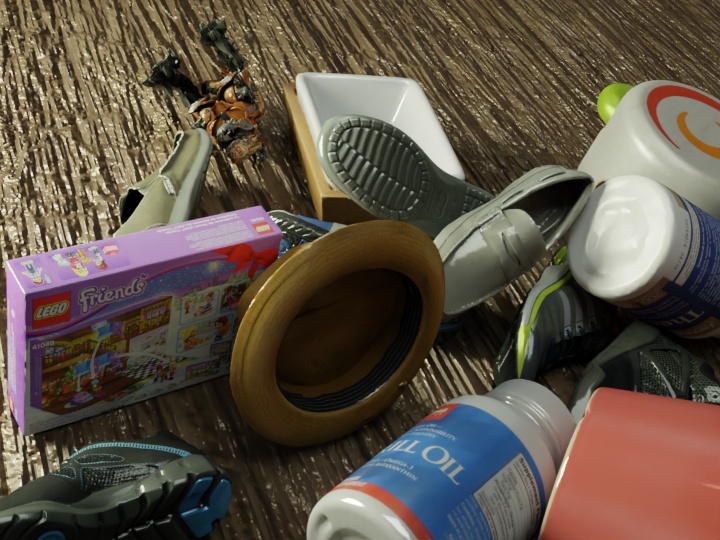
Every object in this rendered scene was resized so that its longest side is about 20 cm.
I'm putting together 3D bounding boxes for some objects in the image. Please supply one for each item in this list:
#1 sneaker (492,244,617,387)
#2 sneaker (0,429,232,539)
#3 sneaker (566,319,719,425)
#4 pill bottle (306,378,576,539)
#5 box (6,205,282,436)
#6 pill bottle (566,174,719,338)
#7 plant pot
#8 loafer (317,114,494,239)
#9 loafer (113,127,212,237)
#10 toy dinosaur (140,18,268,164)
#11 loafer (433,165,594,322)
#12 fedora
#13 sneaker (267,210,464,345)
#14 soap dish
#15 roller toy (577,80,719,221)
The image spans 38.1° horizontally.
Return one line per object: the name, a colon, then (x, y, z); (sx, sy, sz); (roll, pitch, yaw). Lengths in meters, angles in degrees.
sneaker: (0.179, 0.049, 0.923); (0.080, 0.074, 0.200); (28, 42, 12)
sneaker: (-0.186, 0.159, 0.680); (0.198, 0.074, 0.082); (-9, 27, -35)
sneaker: (0.234, 0.117, 0.852); (0.114, 0.077, 0.199); (28, 34, 26)
pill bottle: (0.066, 0.155, 0.721); (0.112, 0.113, 0.199); (35, 42, 24)
box: (-0.159, 0.035, 0.772); (0.198, 0.138, 0.039); (-15, 46, -33)
pill bottle: (0.286, -0.002, 0.945); (0.199, 0.111, 0.111); (22, 28, -39)
plant pot: (0.221, 0.175, 0.701); (0.176, 0.202, 0.200); (19, 37, 21)
loafer: (0.036, -0.069, 0.922); (0.199, 0.076, 0.069); (31, -11, -28)
loafer: (-0.180, -0.067, 0.939); (0.069, 0.076, 0.201); (15, 38, -7)
toy dinosaur: (-0.145, -0.175, 1.076); (0.102, 0.136, 0.200); (-44, 25, -7)
loafer: (0.122, -0.028, 0.880); (0.200, 0.070, 0.070); (-43, 108, -28)
fedora: (-0.026, 0.036, 0.787); (0.199, 0.203, 0.082); (-18, 36, -35)
sneaker: (0.000, 0.000, 0.929); (0.198, 0.076, 0.077); (26, 32, -2)
soap dish: (0.010, -0.118, 1.060); (0.155, 0.082, 0.201); (0, 40, -18)
roller toy: (0.323, -0.089, 1.082); (0.180, 0.140, 0.201); (16, 43, -13)
